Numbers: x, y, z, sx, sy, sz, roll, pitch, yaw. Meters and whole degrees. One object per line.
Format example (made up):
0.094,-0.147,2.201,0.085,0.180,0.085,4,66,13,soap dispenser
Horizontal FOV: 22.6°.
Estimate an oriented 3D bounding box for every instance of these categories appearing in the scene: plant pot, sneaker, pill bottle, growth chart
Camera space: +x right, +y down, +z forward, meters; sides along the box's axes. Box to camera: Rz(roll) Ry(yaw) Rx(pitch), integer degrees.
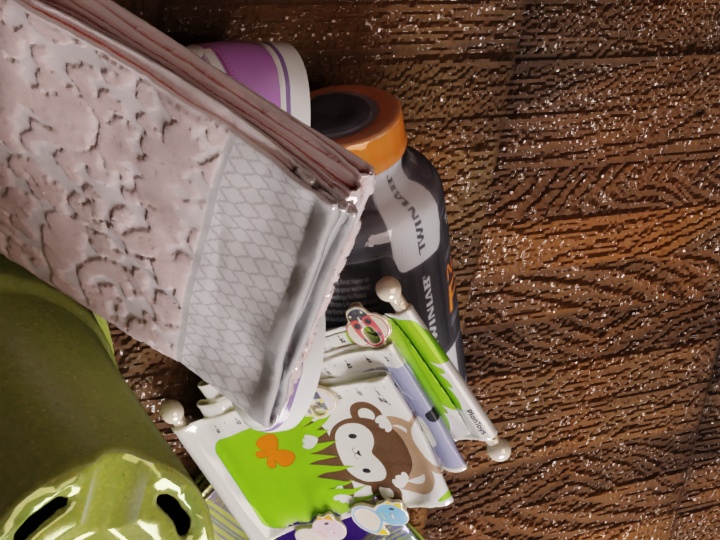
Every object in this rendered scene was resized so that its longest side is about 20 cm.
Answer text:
-0.169,0.106,0.874,0.199,0.184,0.202,-18,122,-30,plant pot
-0.083,-0.012,0.906,0.113,0.072,0.203,-10,97,-38,sneaker
0.000,0.000,1.000,0.106,0.106,0.202,-26,127,-24,pill bottle
-0.014,0.092,0.993,0.145,0.199,0.018,50,35,-18,growth chart

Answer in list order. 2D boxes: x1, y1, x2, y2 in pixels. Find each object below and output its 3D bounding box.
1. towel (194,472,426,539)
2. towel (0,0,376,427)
-0.047,0.175,1.114,0.144,0.023,0.200,-47,132,-9,towel
-0.096,-0.029,0.807,0.032,0.190,0.201,-52,170,-34,towel
